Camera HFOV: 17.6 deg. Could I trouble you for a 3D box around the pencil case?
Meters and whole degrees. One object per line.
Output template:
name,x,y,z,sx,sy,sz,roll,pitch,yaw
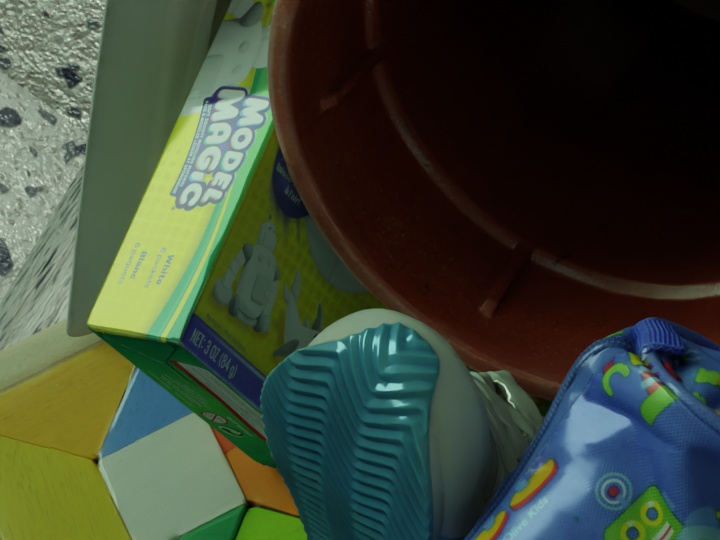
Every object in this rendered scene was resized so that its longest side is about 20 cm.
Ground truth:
pencil case,0.047,0.104,0.641,0.200,0.087,0.078,-52,11,12

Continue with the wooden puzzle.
wooden puzzle,-0.070,0.082,0.851,0.184,0.201,0.037,-26,-34,-6

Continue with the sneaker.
sneaker,0.025,0.059,0.717,0.081,0.077,0.200,-37,-24,-13

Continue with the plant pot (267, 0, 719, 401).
plant pot,0.100,-0.092,0.766,0.201,0.200,0.196,-43,9,46

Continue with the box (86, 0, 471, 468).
box,-0.010,-0.041,0.811,0.048,0.117,0.201,7,67,35

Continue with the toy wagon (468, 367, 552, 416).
toy wagon,0.069,0.017,0.925,0.155,0.039,0.200,-51,13,20

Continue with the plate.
plate,-0.043,-0.094,0.880,0.200,0.032,0.201,-55,-16,-47
